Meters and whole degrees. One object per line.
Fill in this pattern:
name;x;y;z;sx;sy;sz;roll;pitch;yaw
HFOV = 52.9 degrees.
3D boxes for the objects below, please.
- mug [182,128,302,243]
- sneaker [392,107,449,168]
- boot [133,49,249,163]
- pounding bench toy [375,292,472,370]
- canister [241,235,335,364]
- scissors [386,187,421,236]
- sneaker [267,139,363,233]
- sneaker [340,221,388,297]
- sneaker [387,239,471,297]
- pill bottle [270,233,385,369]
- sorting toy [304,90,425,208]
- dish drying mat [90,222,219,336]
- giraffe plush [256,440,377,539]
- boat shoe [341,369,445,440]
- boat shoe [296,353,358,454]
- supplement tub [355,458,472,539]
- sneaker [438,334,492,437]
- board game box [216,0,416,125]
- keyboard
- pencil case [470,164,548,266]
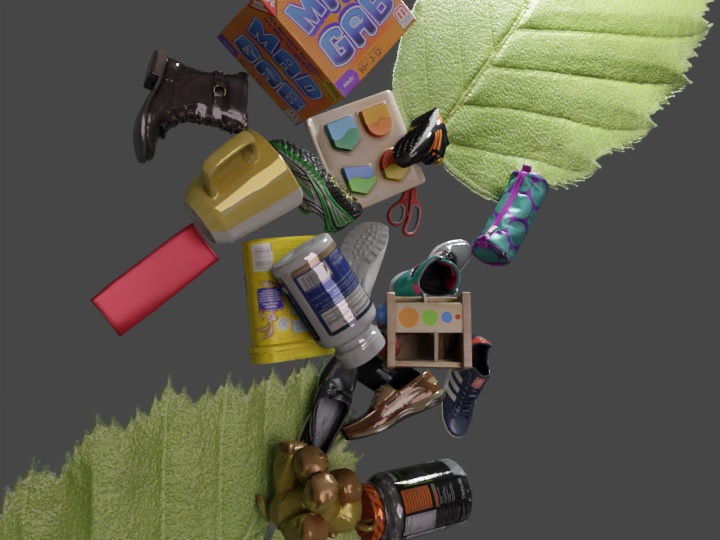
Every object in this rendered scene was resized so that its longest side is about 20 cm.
mug;-0.204;-0.135;1.144;0.153;0.149;0.187;-39;131;-15
sneaker;0.125;-0.226;1.333;0.090;0.070;0.200;55;35;-19
boot;-0.263;-0.249;1.160;0.173;0.069;0.201;14;79;-27
pounding bench toy;0.102;0.112;1.270;0.155;0.200;0.125;0;81;0
canister;-0.121;0.046;1.215;0.148;0.086;0.201;-5;89;-29
scissors;0.101;-0.165;1.387;0.073;0.014;0.201;22;77;-23
sneaker;-0.092;-0.145;1.244;0.085;0.078;0.200;-42;95;14
sneaker;0.000;0.000;1.296;0.081;0.076;0.201;74;34;-53
sneaker;0.156;-0.003;1.346;0.200;0.121;0.084;-34;103;-26
pill bottle;-0.045;0.052;1.145;0.111;0.111;0.201;-37;103;-24
sorting toy;0.015;-0.218;1.321;0.199;0.036;0.186;-25;97;-25
dish drying mat;-0.322;0.012;1.145;0.200;0.018;0.077;-42;108;-24
giraffe plush;-0.059;0.383;1.185;0.161;0.173;0.201;12;117;-35
boat shoe;0.054;0.241;1.305;0.199;0.076;0.074;-23;80;-14
boat shoe;-0.047;0.230;1.249;0.074;0.066;0.200;32;79;-22
supplement tub;0.089;0.412;1.290;0.199;0.122;0.123;-3;89;-28
sneaker;0.207;0.222;1.384;0.075;0.084;0.201;12;82;-27
board game box;-0.075;-0.399;1.195;0.200;0.200;0.200;46;69;-19
keyboard;0.048;0.174;1.337;0.200;0.040;0.104;36;95;-23
pencil case;0.301;-0.107;1.450;0.201;0.085;0.092;-59;139;-18
